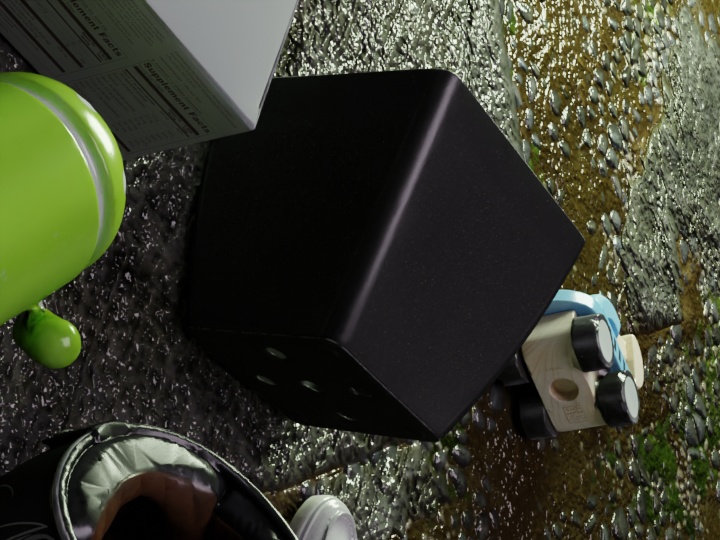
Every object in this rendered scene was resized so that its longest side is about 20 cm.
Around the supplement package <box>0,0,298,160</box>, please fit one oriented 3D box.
[{"bbox_3d":[-0.121,-0.200,0.941,0.156,0.110,0.201,49,45,-39],"label":"supplement package"}]

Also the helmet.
[{"bbox_3d":[-0.131,0.194,0.764,0.199,0.191,0.201,30,29,-19],"label":"helmet"}]

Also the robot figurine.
[{"bbox_3d":[-0.199,-0.030,0.778,0.200,0.115,0.177,-40,113,-53],"label":"robot figurine"}]

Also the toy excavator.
[{"bbox_3d":[0.210,0.075,1.402,0.195,0.099,0.201,63,29,-28],"label":"toy excavator"}]

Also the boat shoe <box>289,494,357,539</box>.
[{"bbox_3d":[-0.021,0.247,1.025,0.072,0.068,0.201,43,49,-43],"label":"boat shoe"}]

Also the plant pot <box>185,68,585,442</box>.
[{"bbox_3d":[0.000,0.000,1.018,0.200,0.198,0.178,46,58,-41],"label":"plant pot"}]
